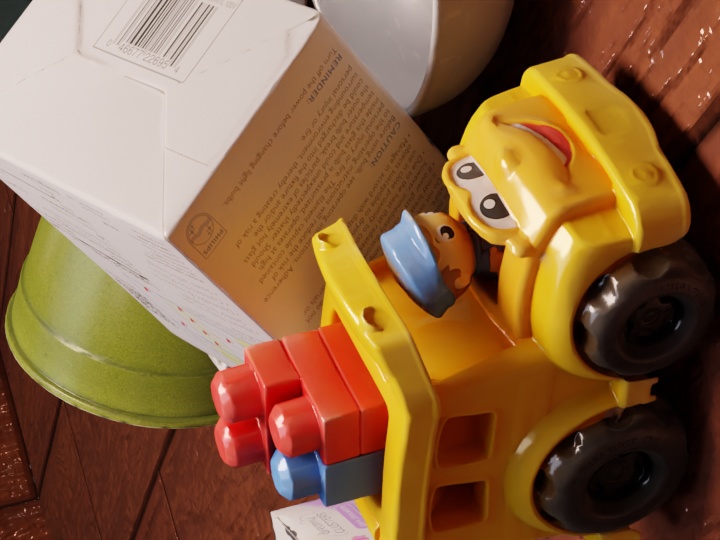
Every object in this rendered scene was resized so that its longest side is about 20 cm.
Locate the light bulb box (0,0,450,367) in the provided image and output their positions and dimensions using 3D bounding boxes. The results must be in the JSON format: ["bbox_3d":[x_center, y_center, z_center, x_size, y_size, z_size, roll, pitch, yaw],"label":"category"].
[{"bbox_3d":[-0.059,-0.037,1.005,0.198,0.125,0.200,26,166,45],"label":"light bulb box"}]

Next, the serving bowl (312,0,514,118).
[{"bbox_3d":[0.026,-0.173,0.966,0.200,0.065,0.201,168,90,-73],"label":"serving bowl"}]

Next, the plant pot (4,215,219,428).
[{"bbox_3d":[-0.127,-0.033,1.393,0.201,0.199,0.194,-122,38,-48],"label":"plant pot"}]

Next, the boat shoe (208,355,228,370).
[{"bbox_3d":[-0.062,0.043,1.284,0.201,0.071,0.070,57,-162,-8],"label":"boat shoe"}]

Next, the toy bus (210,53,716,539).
[{"bbox_3d":[0.033,0.027,0.875,0.136,0.191,0.201,-118,24,-45],"label":"toy bus"}]

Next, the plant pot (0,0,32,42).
[{"bbox_3d":[-0.158,-0.261,1.268,0.196,0.199,0.197,127,129,-68],"label":"plant pot"}]

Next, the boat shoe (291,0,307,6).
[{"bbox_3d":[-0.069,-0.121,1.205,0.066,0.072,0.201,107,171,-54],"label":"boat shoe"}]

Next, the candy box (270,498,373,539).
[{"bbox_3d":[0.014,0.258,1.308,0.168,0.071,0.201,-148,47,-67],"label":"candy box"}]
